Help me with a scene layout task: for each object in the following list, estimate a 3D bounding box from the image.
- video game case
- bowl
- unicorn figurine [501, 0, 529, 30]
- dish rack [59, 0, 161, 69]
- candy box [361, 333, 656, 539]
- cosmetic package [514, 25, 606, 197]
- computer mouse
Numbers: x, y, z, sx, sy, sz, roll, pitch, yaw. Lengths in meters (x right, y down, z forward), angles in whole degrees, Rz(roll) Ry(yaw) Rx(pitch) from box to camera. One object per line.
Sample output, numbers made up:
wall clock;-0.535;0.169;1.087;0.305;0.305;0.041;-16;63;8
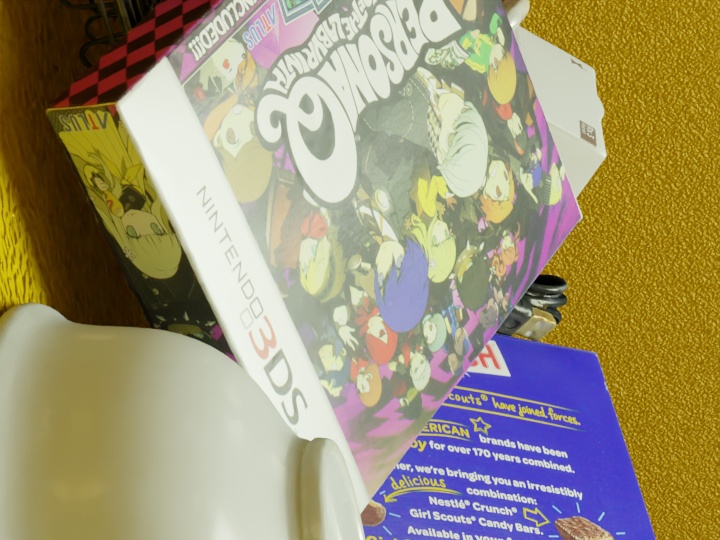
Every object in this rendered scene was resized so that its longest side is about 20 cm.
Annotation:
video game case;-0.005;-0.035;0.803;0.200;0.036;0.182;-50;128;-40
bowl;-0.045;0.102;0.687;0.201;0.090;0.202;-9;90;-83
unicorn figurine;0.010;-0.082;0.959;0.137;0.074;0.200;-51;171;-50
dish rack;-0.088;-0.144;0.823;0.200;0.054;0.154;-89;167;-49
candy box;0.027;0.113;0.865;0.077;0.169;0.200;-56;-146;40
cosmetic package;0.054;-0.034;1.331;0.200;0.081;0.113;-58;-165;25
computer mouse;0.000;0.000;0.996;0.200;0.109;0.044;1;-100;62
